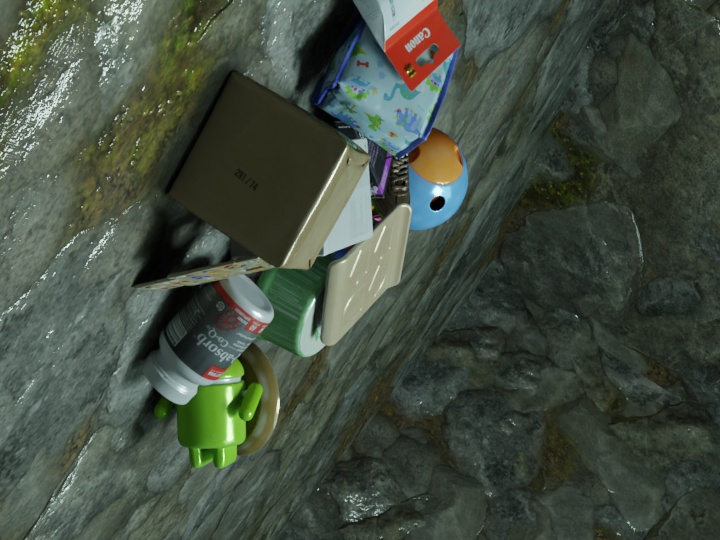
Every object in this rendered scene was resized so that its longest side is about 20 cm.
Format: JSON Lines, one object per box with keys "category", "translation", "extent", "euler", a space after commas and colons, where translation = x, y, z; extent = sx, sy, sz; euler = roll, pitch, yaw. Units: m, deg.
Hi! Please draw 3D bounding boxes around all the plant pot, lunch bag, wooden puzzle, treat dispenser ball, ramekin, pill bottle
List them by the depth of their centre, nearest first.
{"category": "lunch bag", "translation": [0.045, -0.301, 1.659], "extent": [0.127, 0.168, 0.203], "euler": [-24, -140, 65]}
{"category": "pill bottle", "translation": [-0.235, 0.101, 1.685], "extent": [0.200, 0.116, 0.116], "euler": [-47, 168, 11]}
{"category": "wooden puzzle", "translation": [0.000, 0.000, 1.774], "extent": [0.200, 0.046, 0.187], "euler": [-40, 150, -38]}
{"category": "ramekin", "translation": [-0.088, 0.043, 1.812], "extent": [0.201, 0.097, 0.202], "euler": [-50, 157, -30]}
{"category": "plant pot", "translation": [-0.220, 0.217, 1.898], "extent": [0.027, 0.200, 0.202], "euler": [1, 123, -51]}
{"category": "treat dispenser ball", "translation": [0.112, -0.182, 2.155], "extent": [0.202, 0.199, 0.202], "euler": [-52, 166, -19]}

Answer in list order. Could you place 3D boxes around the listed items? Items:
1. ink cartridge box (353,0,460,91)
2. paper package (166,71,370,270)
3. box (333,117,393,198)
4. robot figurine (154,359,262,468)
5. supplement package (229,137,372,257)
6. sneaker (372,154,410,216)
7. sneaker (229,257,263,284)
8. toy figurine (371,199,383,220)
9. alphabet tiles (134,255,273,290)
{"category": "ink cartridge box", "translation": [0.071, -0.385, 1.593], "extent": [0.047, 0.202, 0.160], "euler": [-19, -160, 47]}
{"category": "paper package", "translation": [-0.119, -0.126, 1.445], "extent": [0.193, 0.198, 0.103], "euler": [-60, 162, 8]}
{"category": "box", "translation": [0.013, -0.236, 1.804], "extent": [0.201, 0.035, 0.145], "euler": [61, 36, -53]}
{"category": "robot figurine", "translation": [-0.247, 0.222, 1.829], "extent": [0.116, 0.172, 0.204], "euler": [-1, 90, -74]}
{"category": "supplement package", "translation": [-0.086, -0.109, 1.607], "extent": [0.200, 0.148, 0.155], "euler": [-23, 111, -67]}
{"category": "sneaker", "translation": [0.053, -0.187, 1.944], "extent": [0.069, 0.204, 0.076], "euler": [-4, 161, -22]}
{"category": "sneaker", "translation": [-0.199, 0.025, 1.769], "extent": [0.202, 0.075, 0.105], "euler": [-58, 172, 21]}
{"category": "toy figurine", "translation": [-0.054, -0.059, 1.957], "extent": [0.198, 0.153, 0.183], "euler": [-20, 179, 39]}
{"category": "alphabet tiles", "translation": [-0.207, 0.005, 1.540], "extent": [0.167, 0.196, 0.008], "euler": [6, 72, -76]}
